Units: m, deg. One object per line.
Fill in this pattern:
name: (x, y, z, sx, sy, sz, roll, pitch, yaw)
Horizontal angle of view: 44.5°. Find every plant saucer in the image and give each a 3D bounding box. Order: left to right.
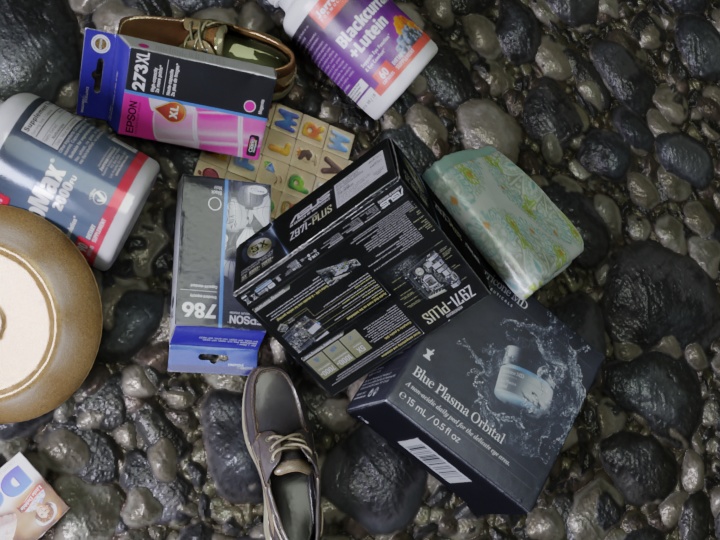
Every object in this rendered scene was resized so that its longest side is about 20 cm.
plant saucer: (-0.334, 0.043, 0.790, 0.196, 0.035, 0.204, 0, 97, 0)

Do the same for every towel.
towel: (0.166, -0.062, 0.987, 0.172, 0.048, 0.199, 49, 30, 11)

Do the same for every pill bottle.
pill bottle: (-0.305, -0.096, 0.839, 0.198, 0.119, 0.121, 28, 69, -12)
pill bottle: (-0.017, -0.279, 1.000, 0.200, 0.111, 0.112, 42, 66, -7)

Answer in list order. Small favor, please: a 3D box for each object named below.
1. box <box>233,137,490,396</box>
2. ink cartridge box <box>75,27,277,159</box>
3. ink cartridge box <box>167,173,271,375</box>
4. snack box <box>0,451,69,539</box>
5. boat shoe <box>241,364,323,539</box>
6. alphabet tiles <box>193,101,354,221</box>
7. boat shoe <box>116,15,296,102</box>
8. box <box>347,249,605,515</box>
box: (0.000, 0.000, 0.867, 0.199, 0.087, 0.164, -34, 119, 16)
ink cartridge box: (-0.192, -0.182, 0.917, 0.196, 0.096, 0.037, 10, 29, -14)
ink cartridge box: (-0.145, 0.005, 0.917, 0.098, 0.039, 0.204, 4, 78, -20)
snack box: (-0.360, 0.259, 0.783, 0.072, 0.024, 0.200, 47, 66, -3)
boat shoe: (-0.069, 0.192, 0.885, 0.073, 0.073, 0.204, -10, 81, -23)
alphabet tiles: (-0.085, -0.103, 0.988, 0.197, 0.006, 0.169, 20, 71, -15)
boat shoe: (-0.162, -0.242, 0.953, 0.196, 0.074, 0.077, 8, 74, -15)
box: (0.126, 0.123, 0.955, 0.196, 0.117, 0.201, 38, 66, -9)
